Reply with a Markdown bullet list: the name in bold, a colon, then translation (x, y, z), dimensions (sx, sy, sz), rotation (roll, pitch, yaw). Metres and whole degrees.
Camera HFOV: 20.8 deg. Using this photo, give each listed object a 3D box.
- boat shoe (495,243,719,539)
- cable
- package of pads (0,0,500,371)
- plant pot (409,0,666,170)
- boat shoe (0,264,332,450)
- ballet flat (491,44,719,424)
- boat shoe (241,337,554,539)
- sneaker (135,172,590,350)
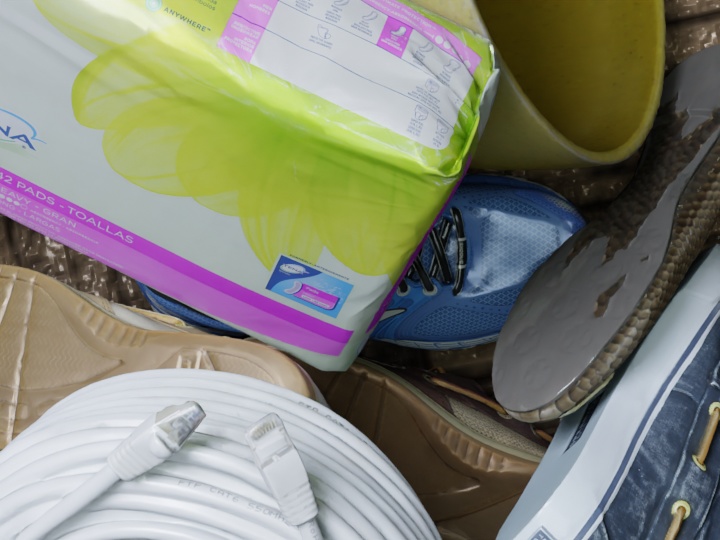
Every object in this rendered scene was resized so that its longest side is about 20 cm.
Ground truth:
- **boat shoe**: translation (0.128, 0.076, 0.783), dimensions (0.091, 0.200, 0.071), rotation (41, 136, -2)
- **cable**: translation (-0.061, 0.131, 0.716), dimensions (0.199, 0.069, 0.201), rotation (-22, 115, 25)
- **package of pads**: translation (-0.063, -0.059, 0.698), dimensions (0.199, 0.155, 0.069), rotation (25, 56, -3)
- **plant pot**: translation (0.017, -0.126, 0.781), dimensions (0.141, 0.200, 0.202), rotation (-13, 92, 30)
- **boat shoe**: translation (-0.098, 0.050, 0.786), dimensions (0.199, 0.069, 0.074), rotation (16, 80, 26)
- **ballet flat**: translation (0.118, -0.011, 0.799), dimensions (0.046, 0.067, 0.201), rotation (54, 55, -33)
- **boat shoe**: translation (0.030, 0.078, 0.834), dimensions (0.198, 0.072, 0.073), rotation (20, 104, -3)
- **sneaker**: translation (0.000, 0.000, 0.824), dimensions (0.198, 0.089, 0.079), rotation (-5, 92, 3)
